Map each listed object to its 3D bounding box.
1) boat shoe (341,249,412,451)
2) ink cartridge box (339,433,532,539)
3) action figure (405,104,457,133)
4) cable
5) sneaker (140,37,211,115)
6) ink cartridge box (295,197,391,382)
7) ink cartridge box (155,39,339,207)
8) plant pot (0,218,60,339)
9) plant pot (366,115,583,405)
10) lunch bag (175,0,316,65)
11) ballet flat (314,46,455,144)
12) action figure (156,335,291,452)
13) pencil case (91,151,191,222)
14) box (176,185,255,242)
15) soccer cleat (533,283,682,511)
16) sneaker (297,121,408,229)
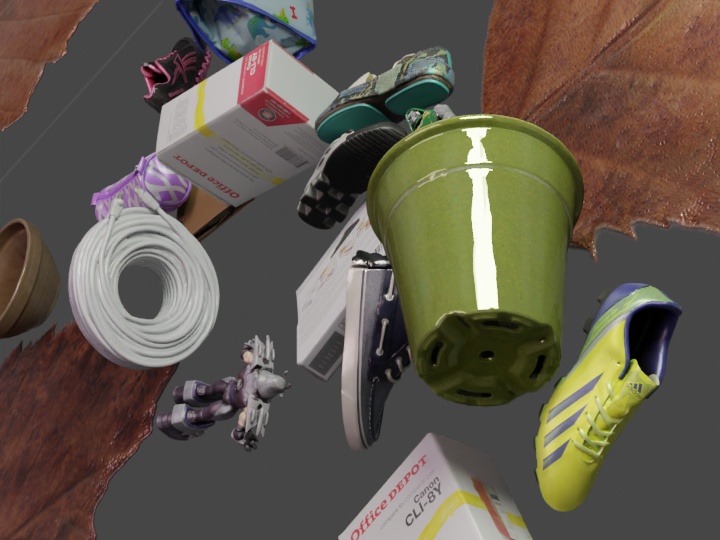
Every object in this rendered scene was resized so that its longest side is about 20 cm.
[{"bbox_3d":[0.033,0.083,1.336,0.091,0.075,0.204,3,97,13],"label":"boat shoe"},{"bbox_3d":[0.075,0.265,1.140,0.146,0.083,0.201,-50,36,20],"label":"ink cartridge box"},{"bbox_3d":[0.092,-0.126,1.410,0.119,0.054,0.200,-58,31,14],"label":"action figure"},{"bbox_3d":[-0.273,0.024,1.667,0.069,0.200,0.202,-20,35,51],"label":"cable"},{"bbox_3d":[-0.277,-0.290,1.957,0.079,0.095,0.202,-45,30,29],"label":"sneaker"},{"bbox_3d":[0.000,0.000,1.459,0.201,0.043,0.174,-52,17,18],"label":"ink cartridge box"},{"bbox_3d":[-0.135,-0.176,1.640,0.198,0.145,0.084,-24,49,34],"label":"ink cartridge box"},{"bbox_3d":[-0.540,0.027,2.115,0.200,0.092,0.204,-31,47,40],"label":"plant pot"},{"bbox_3d":[0.103,0.005,1.147,0.199,0.199,0.192,-38,34,33],"label":"plant pot"},{"bbox_3d":[-0.166,-0.369,1.774,0.127,0.199,0.172,-36,44,33],"label":"lunch bag"},{"bbox_3d":[0.030,-0.203,1.528,0.198,0.074,0.075,-16,56,37],"label":"ballet flat"},{"bbox_3d":[-0.147,0.146,1.544,0.198,0.069,0.132,-18,48,42],"label":"action figure"},{"bbox_3d":[-0.308,-0.106,1.873,0.199,0.084,0.085,-26,52,56],"label":"pencil case"},{"bbox_3d":[-0.198,-0.144,1.830,0.163,0.021,0.202,-34,45,37],"label":"box"},{"bbox_3d":[0.204,0.105,1.098,0.083,0.064,0.203,14,80,58],"label":"soccer cleat"},{"bbox_3d":[-0.006,-0.130,1.508,0.200,0.074,0.089,-36,28,50],"label":"sneaker"}]
